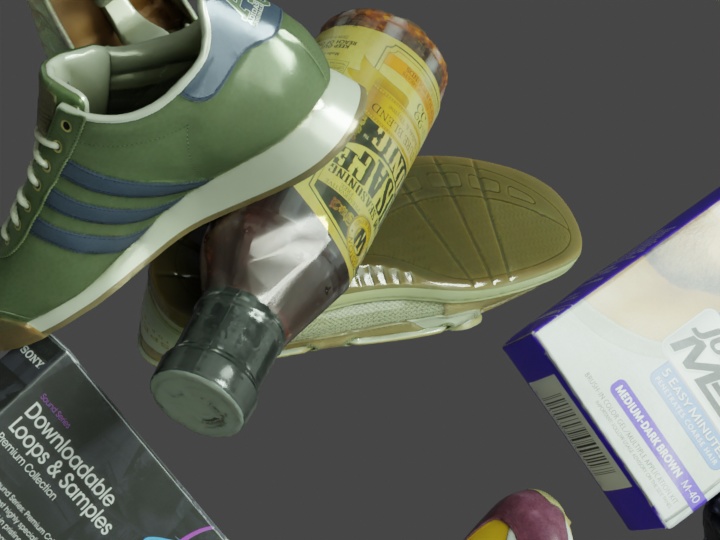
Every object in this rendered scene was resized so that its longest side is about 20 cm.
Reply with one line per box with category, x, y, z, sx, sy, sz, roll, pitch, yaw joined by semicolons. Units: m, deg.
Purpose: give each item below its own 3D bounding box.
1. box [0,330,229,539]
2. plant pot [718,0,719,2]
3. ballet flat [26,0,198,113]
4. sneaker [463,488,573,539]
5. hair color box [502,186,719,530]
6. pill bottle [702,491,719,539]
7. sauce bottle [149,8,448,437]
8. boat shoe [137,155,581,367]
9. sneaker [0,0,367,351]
box;-0.164;0.137;0.923;0.200;0.036;0.143;-41;128;-9
plant pot;0.156;-0.206;0.931;0.200;0.200;0.174;-50;132;-6
ballet flat;-0.101;-0.103;0.899;0.067;0.062;0.200;-38;113;-11
sneaker;0.025;0.184;1.006;0.090;0.075;0.200;26;90;-31
hair color box;0.180;0.020;1.024;0.200;0.065;0.109;-35;90;-14
pill bottle;0.228;0.120;1.004;0.200;0.112;0.112;-35;112;-2
sauce bottle;-0.025;-0.020;0.900;0.066;0.066;0.200;43;53;-24
boat shoe;0.000;0.002;0.969;0.200;0.063;0.073;-14;61;-23
sneaker;-0.101;-0.049;0.869;0.200;0.067;0.090;-29;122;23
